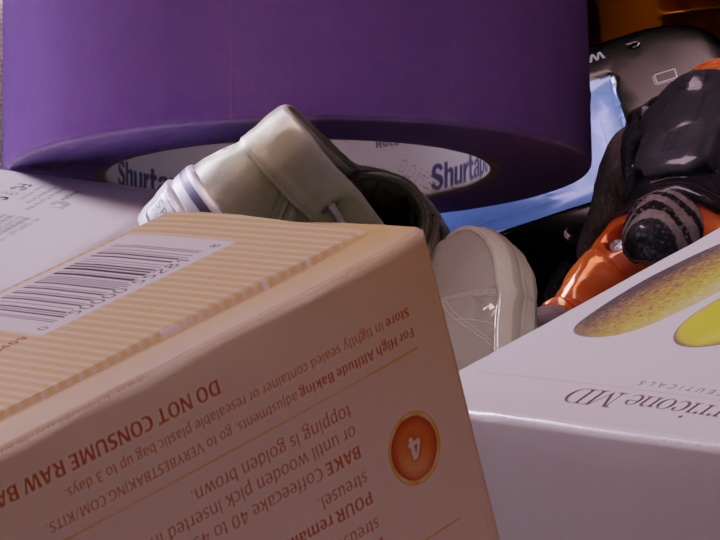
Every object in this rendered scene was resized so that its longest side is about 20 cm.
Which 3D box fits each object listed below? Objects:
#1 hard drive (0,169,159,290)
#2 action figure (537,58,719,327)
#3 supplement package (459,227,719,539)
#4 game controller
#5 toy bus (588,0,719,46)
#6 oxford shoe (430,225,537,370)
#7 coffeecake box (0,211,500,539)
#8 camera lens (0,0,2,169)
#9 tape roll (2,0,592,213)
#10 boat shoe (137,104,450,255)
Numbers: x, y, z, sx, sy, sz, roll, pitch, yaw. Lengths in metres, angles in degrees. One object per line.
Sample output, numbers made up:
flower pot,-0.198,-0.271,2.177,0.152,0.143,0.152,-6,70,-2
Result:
hard drive,-0.159,-0.010,0.916,0.199,0.026,0.132,7,17,19
action figure,0.135,-0.018,0.946,0.199,0.105,0.194,-12,26,20
supplement package,0.128,0.047,0.711,0.200,0.110,0.113,-27,20,-36
game controller,0.050,-0.031,1.098,0.199,0.042,0.105,-18,53,5
toy bus,0.133,-0.105,1.222,0.199,0.137,0.192,-7,2,19
oxford shoe,0.015,0.045,0.826,0.057,0.075,0.200,15,32,-4
coffeecake box,-0.042,0.111,0.483,0.153,0.201,0.073,-27,20,-37
camera lens,-0.105,-0.095,1.302,0.199,0.161,0.160,-15,16,-1
tape roll,-0.022,-0.073,0.995,0.199,0.085,0.200,0,-8,0
boat shoe,0.000,0.000,0.934,0.062,0.072,0.200,-39,-20,11
